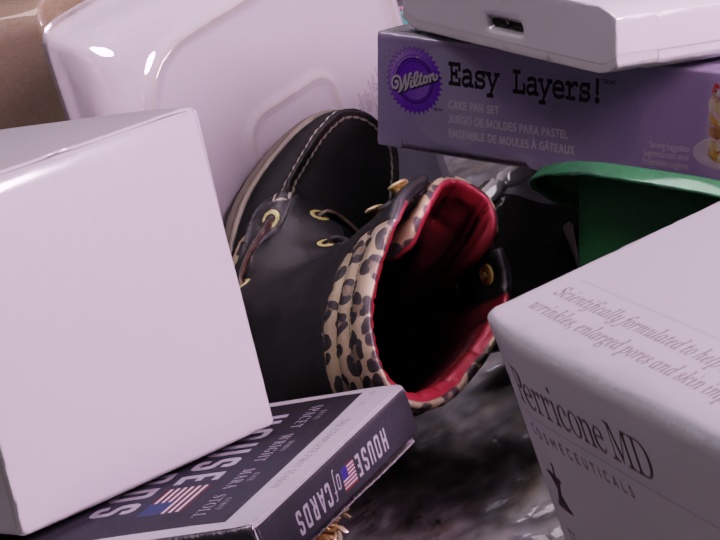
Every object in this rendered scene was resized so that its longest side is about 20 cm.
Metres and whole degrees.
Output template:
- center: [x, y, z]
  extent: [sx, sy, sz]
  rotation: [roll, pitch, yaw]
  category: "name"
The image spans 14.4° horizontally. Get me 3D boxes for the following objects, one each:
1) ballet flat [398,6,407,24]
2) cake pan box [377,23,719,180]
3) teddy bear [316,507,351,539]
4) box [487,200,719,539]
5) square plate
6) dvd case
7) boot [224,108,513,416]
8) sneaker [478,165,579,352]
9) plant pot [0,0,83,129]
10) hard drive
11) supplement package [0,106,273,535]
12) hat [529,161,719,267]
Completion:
- center: [-0.013, -0.030, 1.322]
  extent: [0.201, 0.069, 0.071]
  rotation: [-61, -10, -20]
  category: "ballet flat"
- center: [0.129, -0.076, 1.115]
  extent: [0.199, 0.053, 0.184]
  rotation: [10, 16, 36]
  category: "cake pan box"
- center: [-0.097, 0.119, 1.005]
  extent: [0.199, 0.067, 0.145]
  rotation: [-22, 21, -6]
  category: "teddy bear"
- center: [0.172, 0.046, 0.793]
  extent: [0.199, 0.132, 0.199]
  rotation: [-24, 17, -13]
  category: "box"
- center: [-0.032, -0.051, 1.223]
  extent: [0.028, 0.201, 0.198]
  rotation: [5, 31, 43]
  category: "square plate"
- center: [-0.095, 0.085, 0.980]
  extent: [0.199, 0.025, 0.150]
  rotation: [-11, 11, 22]
  category: "dvd case"
- center: [0.000, 0.000, 1.116]
  extent: [0.150, 0.073, 0.201]
  rotation: [-28, 28, 50]
  category: "boot"
- center: [0.129, -0.021, 1.152]
  extent: [0.199, 0.075, 0.115]
  rotation: [-29, 21, -23]
  category: "sneaker"
- center: [-0.151, -0.058, 1.347]
  extent: [0.176, 0.201, 0.200]
  rotation: [-19, 16, 33]
  category: "plant pot"
- center: [0.134, -0.108, 1.085]
  extent: [0.199, 0.026, 0.132]
  rotation: [-11, 18, -32]
  category: "hard drive"
- center: [-0.146, 0.018, 1.006]
  extent: [0.116, 0.118, 0.199]
  rotation: [-21, 12, -40]
  category: "supplement package"
- center: [0.118, 0.064, 1.004]
  extent: [0.199, 0.177, 0.165]
  rotation: [14, -5, -35]
  category: "hat"
